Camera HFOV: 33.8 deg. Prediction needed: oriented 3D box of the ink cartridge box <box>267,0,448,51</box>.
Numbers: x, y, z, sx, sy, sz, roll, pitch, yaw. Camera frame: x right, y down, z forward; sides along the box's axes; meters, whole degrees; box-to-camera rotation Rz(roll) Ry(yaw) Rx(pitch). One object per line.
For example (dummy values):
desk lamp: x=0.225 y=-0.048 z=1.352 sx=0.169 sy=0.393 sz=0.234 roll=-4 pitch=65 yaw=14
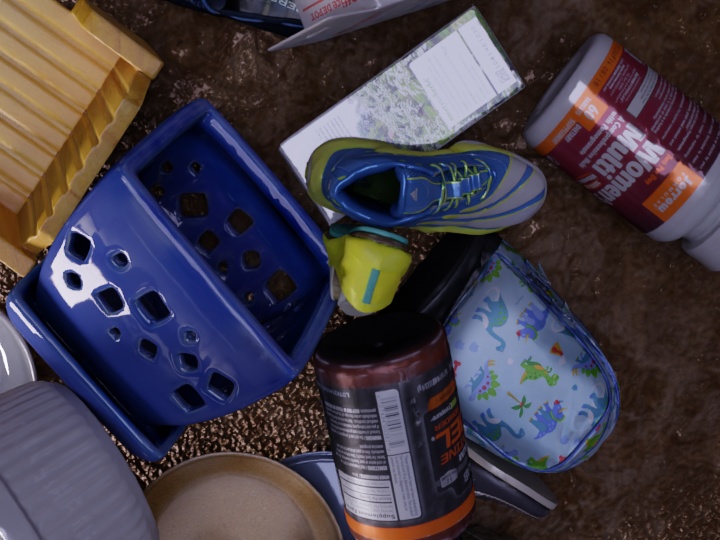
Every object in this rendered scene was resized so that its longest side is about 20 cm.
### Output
ink cartridge box: x=0.021 y=-0.235 z=0.923 sx=0.198 sy=0.116 sz=0.068 roll=-24 pitch=97 yaw=-29

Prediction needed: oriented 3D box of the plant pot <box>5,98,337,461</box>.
plant pot: x=-0.147 y=0.014 z=0.936 sx=0.179 sy=0.200 sz=0.200 roll=-38 pitch=100 yaw=24

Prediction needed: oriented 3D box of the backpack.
backpack: x=0.123 y=0.079 z=0.992 sx=0.163 sy=0.154 sz=0.200 roll=-46 pitch=106 yaw=-3

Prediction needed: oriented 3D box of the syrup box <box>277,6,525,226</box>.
syrup box: x=0.032 y=-0.128 z=0.990 sx=0.199 sy=0.081 sz=0.079 roll=-35 pitch=97 yaw=4

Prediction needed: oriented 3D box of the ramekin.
ramekin: x=-0.240 y=0.182 z=0.913 sx=0.104 sy=0.200 sz=0.202 roll=-32 pitch=95 yaw=-26

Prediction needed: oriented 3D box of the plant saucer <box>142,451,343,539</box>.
plant saucer: x=-0.110 y=0.250 z=1.014 sx=0.197 sy=0.035 sz=0.204 roll=0 pitch=96 yaw=-1

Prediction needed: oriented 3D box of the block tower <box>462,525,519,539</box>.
block tower: x=0.039 y=0.261 z=0.996 sx=0.197 sy=0.058 sz=0.055 roll=-3 pitch=97 yaw=-25

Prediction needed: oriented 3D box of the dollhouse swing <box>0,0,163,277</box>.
dollhouse swing: x=-0.291 y=-0.144 z=0.950 sx=0.175 sy=0.182 sz=0.201 roll=34 pitch=95 yaw=-24

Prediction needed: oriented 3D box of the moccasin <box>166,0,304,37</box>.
moccasin: x=-0.107 y=-0.249 z=0.984 sx=0.197 sy=0.068 sz=0.082 roll=14 pitch=95 yaw=-2

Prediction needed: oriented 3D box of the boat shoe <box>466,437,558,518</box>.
boat shoe: x=0.074 y=0.169 z=1.026 sx=0.198 sy=0.073 sz=0.063 roll=28 pitch=98 yaw=1

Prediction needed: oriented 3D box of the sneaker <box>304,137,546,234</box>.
sneaker: x=0.057 y=-0.055 z=0.913 sx=0.196 sy=0.105 sz=0.077 roll=1 pitch=107 yaw=-9

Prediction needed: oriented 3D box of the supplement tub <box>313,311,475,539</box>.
supplement tub: x=0.031 y=0.141 z=0.913 sx=0.105 sy=0.107 sz=0.203 roll=-11 pitch=108 yaw=0

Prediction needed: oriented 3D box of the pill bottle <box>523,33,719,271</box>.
pill bottle: x=0.242 y=-0.095 z=0.982 sx=0.199 sy=0.110 sz=0.110 roll=36 pitch=94 yaw=-3

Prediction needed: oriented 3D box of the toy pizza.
toy pizza: x=-0.031 y=0.258 z=1.051 sx=0.197 sy=0.032 sz=0.204 roll=0 pitch=96 yaw=-2

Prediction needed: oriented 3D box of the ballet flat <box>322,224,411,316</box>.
ballet flat: x=0.000 y=0.000 z=0.911 sx=0.066 sy=0.200 sz=0.068 roll=13 pitch=92 yaw=-5

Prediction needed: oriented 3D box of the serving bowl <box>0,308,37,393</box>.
serving bowl: x=-0.375 y=0.093 z=1.002 sx=0.197 sy=0.066 sz=0.203 roll=-6 pitch=111 yaw=-16
